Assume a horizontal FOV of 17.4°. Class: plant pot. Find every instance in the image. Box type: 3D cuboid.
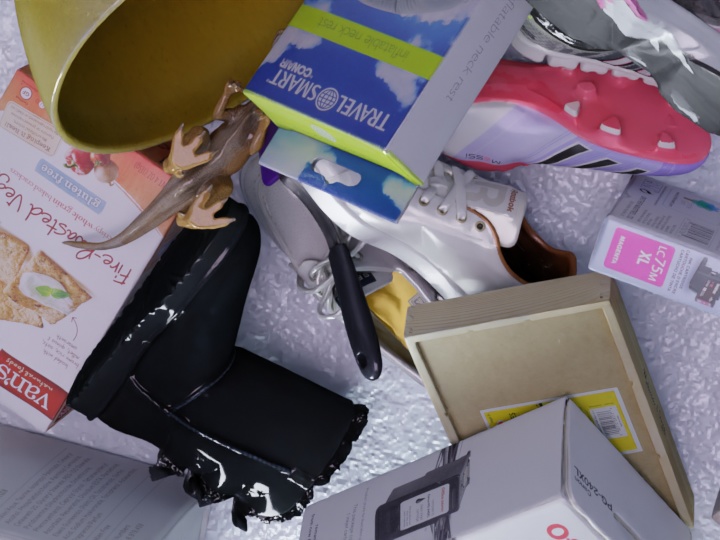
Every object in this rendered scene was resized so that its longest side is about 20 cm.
[{"bbox_3d":[-0.125,-0.186,1.371,0.200,0.200,0.142,-42,69,22],"label":"plant pot"}]

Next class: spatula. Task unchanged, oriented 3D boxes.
[{"bbox_3d":[-0.024,-0.026,1.391,0.057,0.021,0.200,-45,62,50],"label":"spatula"}]

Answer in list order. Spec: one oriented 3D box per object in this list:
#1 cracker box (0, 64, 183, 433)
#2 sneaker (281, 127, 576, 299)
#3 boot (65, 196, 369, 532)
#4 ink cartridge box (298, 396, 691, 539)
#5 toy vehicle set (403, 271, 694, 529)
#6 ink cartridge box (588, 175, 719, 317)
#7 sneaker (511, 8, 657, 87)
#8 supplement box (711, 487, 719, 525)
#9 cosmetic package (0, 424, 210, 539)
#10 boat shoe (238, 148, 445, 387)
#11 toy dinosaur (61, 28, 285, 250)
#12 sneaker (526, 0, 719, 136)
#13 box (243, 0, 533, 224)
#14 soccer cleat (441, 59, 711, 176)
[{"bbox_3d":[-0.199,-0.016,1.495,0.134,0.058,0.200,34,112,4],"label":"cracker box"},{"bbox_3d":[0.047,-0.045,1.384,0.200,0.073,0.085,37,134,-23],"label":"sneaker"},{"bbox_3d":[-0.069,0.062,1.443,0.162,0.073,0.198,31,121,-14],"label":"boot"},{"bbox_3d":[0.082,0.178,1.415,0.200,0.083,0.145,-25,126,28],"label":"ink cartridge box"},{"bbox_3d":[0.115,0.089,1.403,0.124,0.027,0.200,-10,131,17],"label":"toy vehicle set"},{"bbox_3d":[0.236,0.005,1.344,0.200,0.119,0.042,18,108,10],"label":"ink cartridge box"},{"bbox_3d":[0.175,-0.144,1.325,0.200,0.087,0.074,10,78,11],"label":"sneaker"},{"bbox_3d":[0.323,0.165,1.390,0.200,0.074,0.126,46,112,-1],"label":"supplement box"},{"bbox_3d":[-0.221,0.210,1.506,0.200,0.166,0.168,14,108,11],"label":"cosmetic package"},{"bbox_3d":[-0.003,0.004,1.429,0.075,0.086,0.202,-43,91,21],"label":"boat shoe"},{"bbox_3d":[-0.097,-0.053,1.387,0.200,0.106,0.060,-43,97,11],"label":"toy dinosaur"},{"bbox_3d":[0.159,-0.156,1.259,0.200,0.080,0.086,38,68,-19],"label":"sneaker"},{"bbox_3d":[0.024,-0.135,1.309,0.122,0.048,0.200,25,78,42],"label":"box"},{"bbox_3d":[0.107,-0.086,1.395,0.200,0.067,0.077,13,139,6],"label":"soccer cleat"}]
